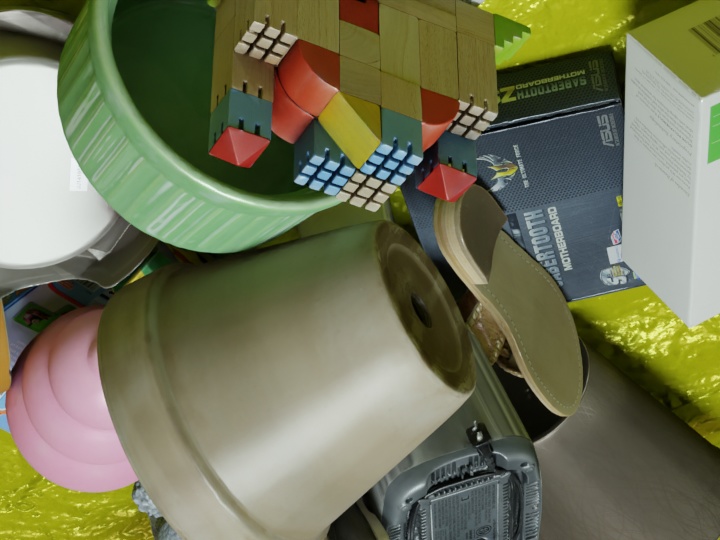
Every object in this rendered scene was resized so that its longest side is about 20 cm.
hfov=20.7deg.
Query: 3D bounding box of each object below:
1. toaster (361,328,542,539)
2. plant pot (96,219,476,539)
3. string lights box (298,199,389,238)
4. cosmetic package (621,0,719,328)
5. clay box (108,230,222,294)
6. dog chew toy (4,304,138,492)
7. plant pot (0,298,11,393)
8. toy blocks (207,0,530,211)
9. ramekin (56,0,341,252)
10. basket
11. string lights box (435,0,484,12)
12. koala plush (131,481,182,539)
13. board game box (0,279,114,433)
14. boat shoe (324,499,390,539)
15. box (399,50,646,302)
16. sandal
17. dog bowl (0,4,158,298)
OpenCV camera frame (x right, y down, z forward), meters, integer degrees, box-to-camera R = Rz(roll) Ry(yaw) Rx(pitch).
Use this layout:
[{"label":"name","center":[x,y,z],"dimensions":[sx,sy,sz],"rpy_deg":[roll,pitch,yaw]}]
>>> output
[{"label":"toaster","center":[0.050,0.124,1.308],"dimensions":[0.113,0.130,0.201],"rpy_deg":[-17,141,-9]},{"label":"plant pot","center":[-0.031,0.061,1.186],"dimensions":[0.173,0.201,0.200],"rpy_deg":[-28,135,19]},{"label":"string lights box","center":[0.000,0.000,1.345],"dimensions":[0.058,0.103,0.201],"rpy_deg":[-11,139,2]},{"label":"cosmetic package","center":[0.232,-0.074,1.267],"dimensions":[0.107,0.085,0.201],"rpy_deg":[-26,137,-16]},{"label":"clay box","center":[-0.098,0.028,1.359],"dimensions":[0.048,0.115,0.200],"rpy_deg":[-46,125,8]},{"label":"dog chew toy","center":[-0.175,0.079,1.332],"dimensions":[0.123,0.126,0.200],"rpy_deg":[6,163,-12]},{"label":"plant pot","center":[-0.336,0.037,1.321],"dimensions":[0.182,0.201,0.201],"rpy_deg":[-11,142,-16]},{"label":"toy blocks","center":[-0.002,-0.098,1.054],"dimensions":[0.199,0.138,0.100],"rpy_deg":[18,140,-23]},{"label":"ramekin","center":[-0.081,-0.109,1.151],"dimensions":[0.199,0.202,0.098],"rpy_deg":[17,150,-24]},{"label":"basket","center":[0.171,0.143,1.525],"dimensions":[0.179,0.137,0.200],"rpy_deg":[-27,132,20]},{"label":"string lights box","center":[-0.023,-0.215,1.099],"dimensions":[0.199,0.103,0.059],"rpy_deg":[26,134,-31]},{"label":"koala plush","center":[-0.109,0.260,1.572],"dimensions":[0.176,0.201,0.184],"rpy_deg":[10,145,-8]},{"label":"board game box","center":[-0.214,0.056,1.457],"dimensions":[0.199,0.037,0.151],"rpy_deg":[-34,132,29]},{"label":"boat shoe","center":[-0.030,0.164,1.299],"dimensions":[0.056,0.200,0.067],"rpy_deg":[-10,111,-16]},{"label":"box","center":[0.114,-0.051,1.346],"dimensions":[0.156,0.051,0.201],"rpy_deg":[-11,140,9]},{"label":"sandal","center":[0.084,0.020,1.350],"dimensions":[0.069,0.078,0.212],"rpy_deg":[-3,138,32]},{"label":"dog bowl","center":[-0.213,-0.074,1.236],"dimensions":[0.198,0.059,0.202],"rpy_deg":[-5,118,-10]}]
